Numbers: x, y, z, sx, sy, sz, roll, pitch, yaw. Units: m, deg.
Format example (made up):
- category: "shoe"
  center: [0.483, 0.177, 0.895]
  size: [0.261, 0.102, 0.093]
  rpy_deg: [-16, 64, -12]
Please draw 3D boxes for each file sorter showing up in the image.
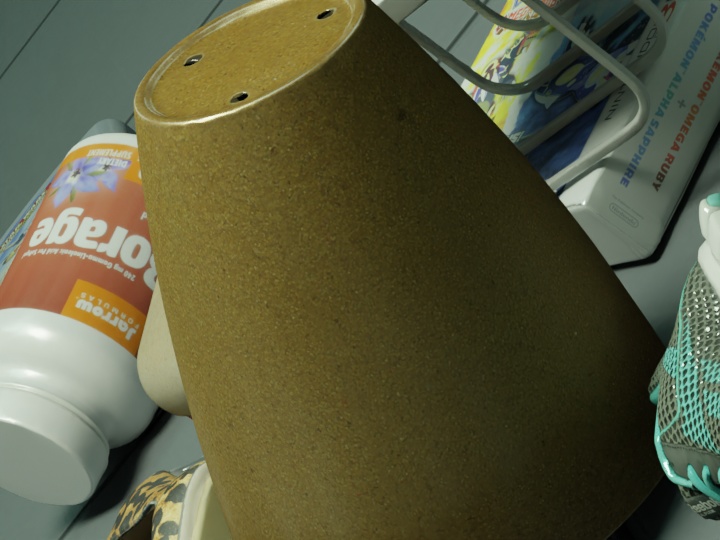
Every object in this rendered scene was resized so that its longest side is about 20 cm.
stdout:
- category: "file sorter"
  center: [0.058, -0.134, 1.194]
  size: [0.139, 0.125, 0.200]
  rpy_deg: [-35, 27, 40]

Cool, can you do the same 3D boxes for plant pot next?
- category: "plant pot"
  center: [0.000, 0.000, 1.034]
  size: [0.186, 0.200, 0.186]
  rpy_deg: [-21, 26, 11]

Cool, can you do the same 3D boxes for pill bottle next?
- category: "pill bottle"
  center: [-0.153, 0.029, 1.578]
  size: [0.112, 0.112, 0.200]
  rpy_deg: [-29, 31, 51]

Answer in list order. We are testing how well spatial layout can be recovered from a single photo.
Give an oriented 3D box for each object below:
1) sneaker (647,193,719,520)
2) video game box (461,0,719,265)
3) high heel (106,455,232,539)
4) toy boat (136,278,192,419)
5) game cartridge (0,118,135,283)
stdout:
- category: "sneaker"
  center: [0.141, 0.054, 0.927]
  size: [0.200, 0.078, 0.091]
  rpy_deg: [-92, 26, -66]
- category: "video game box"
  center: [0.102, -0.079, 1.258]
  size: [0.182, 0.047, 0.200]
  rpy_deg: [-59, 19, -21]
- category: "high heel"
  center: [-0.090, 0.139, 1.284]
  size: [0.143, 0.071, 0.200]
  rpy_deg: [-38, 8, 25]
- category: "toy boat"
  center: [-0.022, 0.012, 1.254]
  size: [0.200, 0.131, 0.131]
  rpy_deg: [161, 124, -75]
- category: "game cartridge"
  center: [-0.220, -0.012, 1.929]
  size: [0.200, 0.042, 0.133]
  rpy_deg: [-51, 23, 9]
